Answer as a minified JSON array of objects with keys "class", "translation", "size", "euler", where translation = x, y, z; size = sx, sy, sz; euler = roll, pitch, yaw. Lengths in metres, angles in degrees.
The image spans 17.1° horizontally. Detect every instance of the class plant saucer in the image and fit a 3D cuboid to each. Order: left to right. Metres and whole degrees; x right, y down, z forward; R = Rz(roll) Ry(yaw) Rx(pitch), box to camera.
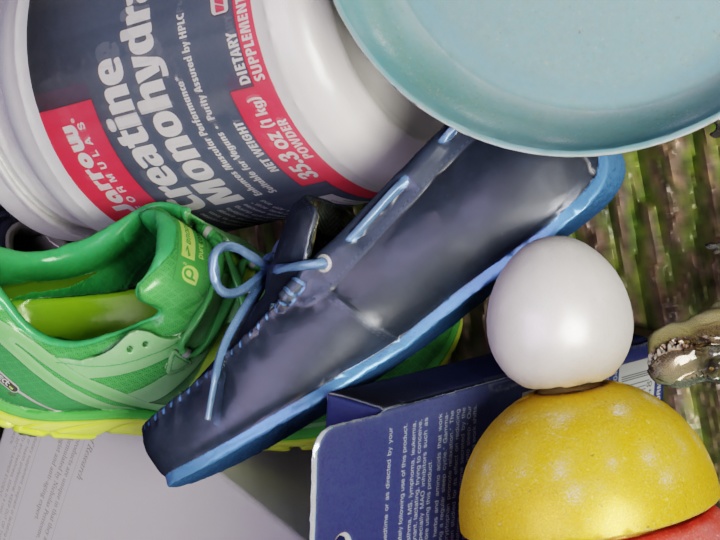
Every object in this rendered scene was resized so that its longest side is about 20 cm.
[{"class":"plant saucer","translation":[0.077,-0.135,0.774],"size":[0.199,0.027,0.201],"euler":[-2,84,24]}]

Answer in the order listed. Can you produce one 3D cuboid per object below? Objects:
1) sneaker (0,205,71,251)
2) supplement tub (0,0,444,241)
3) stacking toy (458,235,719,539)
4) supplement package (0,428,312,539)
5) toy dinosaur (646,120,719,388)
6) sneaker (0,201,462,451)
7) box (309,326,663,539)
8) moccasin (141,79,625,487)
[{"class":"sneaker","translation":[-0.180,0.062,1.112],"size":[0.146,0.077,0.204],"euler":[12,104,40]},{"class":"supplement tub","translation":[-0.051,-0.086,0.938],"size":[0.199,0.140,0.141],"euler":[-11,91,40]},{"class":"stacking toy","translation":[0.080,0.088,0.793],"size":[0.146,0.146,0.201],"euler":[-2,97,39]},{"class":"supplement package","translation":[-0.044,0.114,0.979],"size":[0.200,0.121,0.120],"euler":[35,118,30]},{"class":"toy dinosaur","translation":[0.168,-0.043,0.828],"size":[0.200,0.047,0.088],"euler":[-43,64,24]},{"class":"sneaker","translation":[-0.057,0.020,0.904],"size":[0.084,0.199,0.074],"euler":[95,169,-47]},{"class":"box","translation":[0.039,0.093,0.856],"size":[0.032,0.199,0.122],"euler":[12,105,39]},{"class":"moccasin","translation":[0.000,0.000,0.845],"size":[0.200,0.080,0.068],"euler":[-36,84,8]}]
